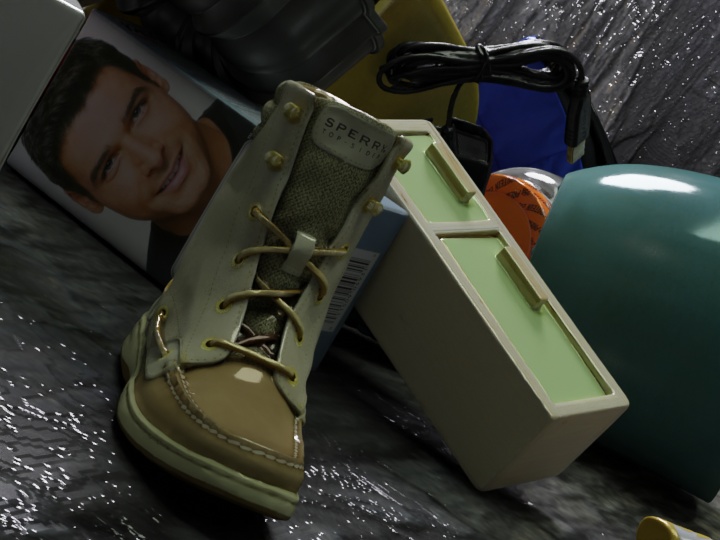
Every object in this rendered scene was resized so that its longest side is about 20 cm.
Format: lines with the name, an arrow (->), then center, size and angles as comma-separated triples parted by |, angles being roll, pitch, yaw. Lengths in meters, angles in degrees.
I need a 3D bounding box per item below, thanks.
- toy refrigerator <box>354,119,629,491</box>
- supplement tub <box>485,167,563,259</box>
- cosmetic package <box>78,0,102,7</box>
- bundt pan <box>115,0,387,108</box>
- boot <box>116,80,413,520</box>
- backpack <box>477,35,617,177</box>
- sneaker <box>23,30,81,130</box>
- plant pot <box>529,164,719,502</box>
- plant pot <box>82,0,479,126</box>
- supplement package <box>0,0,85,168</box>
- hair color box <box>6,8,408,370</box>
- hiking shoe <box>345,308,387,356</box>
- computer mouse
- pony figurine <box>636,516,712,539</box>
toy refrigerator -> 0.050, 0.013, 1.185 | 0.076, 0.070, 0.200 | -4, 53, -50
supplement tub -> 0.135, -0.004, 1.604 | 0.122, 0.123, 0.200 | 37, 11, 30
cosmetic package -> -0.130, -0.234, 1.355 | 0.104, 0.200, 0.073 | 46, 40, -43
bundt pan -> -0.085, -0.163, 1.225 | 0.202, 0.076, 0.202 | 40, -10, 8
boot -> -0.034, 0.005, 0.917 | 0.072, 0.155, 0.200 | 28, 10, -17
backpack -> 0.127, -0.067, 1.797 | 0.200, 0.168, 0.163 | 64, 15, 0
sneaker -> -0.210, -0.100, 1.225 | 0.200, 0.077, 0.085 | 15, 37, -45
plant pot -> 0.181, 0.023, 1.417 | 0.161, 0.201, 0.201 | 22, 9, 5
plant pot -> -0.041, -0.111, 1.431 | 0.195, 0.194, 0.200 | 39, -4, 38
supplement package -> -0.244, -0.125, 1.027 | 0.200, 0.120, 0.121 | 28, 8, -19
hair color box -> -0.083, -0.044, 1.183 | 0.200, 0.099, 0.061 | 36, 11, 28
hiking shoe -> 0.000, 0.000, 1.297 | 0.200, 0.074, 0.087 | 21, 15, -48
computer mouse -> 0.068, -0.060, 1.380 | 0.140, 0.200, 0.046 | -6, 33, -15
pony figurine -> 0.250, 0.174, 1.043 | 0.200, 0.167, 0.193 | 7, 13, -31
